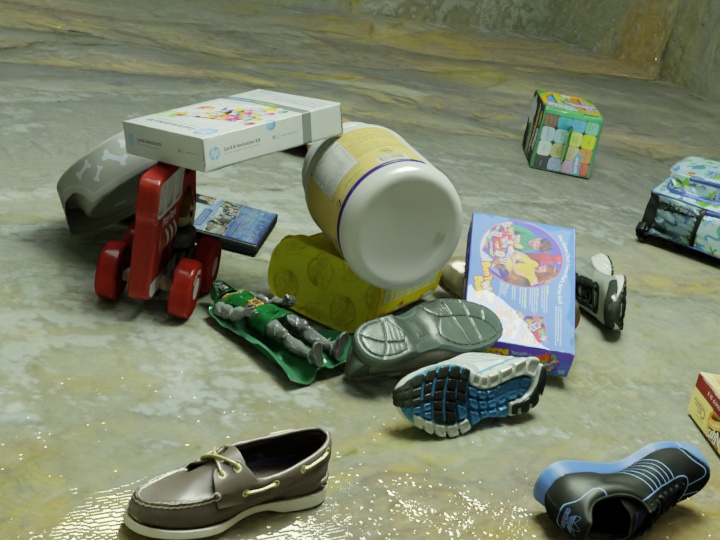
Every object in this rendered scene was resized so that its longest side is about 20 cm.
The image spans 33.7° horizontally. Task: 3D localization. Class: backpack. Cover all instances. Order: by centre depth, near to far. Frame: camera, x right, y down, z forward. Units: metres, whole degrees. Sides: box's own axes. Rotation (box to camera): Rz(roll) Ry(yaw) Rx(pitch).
[{"bbox_3d":[0.592,-0.099,1.991,0.198,0.149,0.182,25,26,24],"label":"backpack"}]

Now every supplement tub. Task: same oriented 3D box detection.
[{"bbox_3d":[0.018,-0.081,1.359,0.143,0.147,0.200,4,22,-22],"label":"supplement tub"}]

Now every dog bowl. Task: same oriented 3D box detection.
[{"bbox_3d":[-0.286,-0.120,1.469,0.059,0.199,0.199,59,32,4],"label":"dog bowl"}]

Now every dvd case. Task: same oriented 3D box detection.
[{"bbox_3d":[-0.221,-0.073,1.626,0.197,0.018,0.143,15,22,3],"label":"dvd case"}]

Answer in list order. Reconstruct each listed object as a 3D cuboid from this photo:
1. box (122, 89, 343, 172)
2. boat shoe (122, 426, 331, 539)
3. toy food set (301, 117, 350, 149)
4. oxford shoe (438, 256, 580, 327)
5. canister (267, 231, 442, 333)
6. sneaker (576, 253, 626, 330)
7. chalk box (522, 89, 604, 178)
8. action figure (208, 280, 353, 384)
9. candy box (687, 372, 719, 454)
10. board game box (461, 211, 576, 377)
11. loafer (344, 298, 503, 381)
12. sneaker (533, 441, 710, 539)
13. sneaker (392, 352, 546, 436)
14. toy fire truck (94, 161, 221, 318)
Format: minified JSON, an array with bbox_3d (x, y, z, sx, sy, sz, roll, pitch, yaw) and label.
[{"bbox_3d":[-0.143,-0.160,1.338,0.198,0.042,0.155,-22,26,-38],"label":"box"},{"bbox_3d":[-0.107,0.174,0.998,0.198,0.060,0.072,-5,27,-38],"label":"boat shoe"},{"bbox_3d":[-0.078,-0.240,2.098,0.197,0.049,0.198,16,21,9],"label":"toy food set"},{"bbox_3d":[0.189,0.018,1.522,0.197,0.071,0.075,17,-19,13],"label":"oxford shoe"},{"bbox_3d":[0.000,0.000,1.475,0.147,0.088,0.199,24,22,25],"label":"canister"},{"bbox_3d":[0.315,0.030,1.619,0.078,0.075,0.200,1,15,-3],"label":"sneaker"},{"bbox_3d":[0.399,-0.263,2.333,0.122,0.127,0.200,11,22,-4],"label":"chalk box"},{"bbox_3d":[-0.102,0.056,1.323,0.199,0.055,0.117,24,26,37],"label":"action figure"},{"bbox_3d":[0.486,0.177,1.346,0.197,0.056,0.116,9,21,-9],"label":"candy box"},{"bbox_3d":[0.191,0.026,1.442,0.132,0.045,0.202,10,49,0],"label":"board game box"},{"bbox_3d":[0.067,0.080,1.315,0.198,0.063,0.072,-7,55,-34],"label":"loafer"},{"bbox_3d":[0.260,0.214,1.112,0.197,0.071,0.078,-5,31,-26],"label":"sneaker"},{"bbox_3d":[0.101,0.124,1.259,0.198,0.076,0.086,-2,11,-40],"label":"sneaker"},{"bbox_3d":[-0.220,-0.052,1.358,0.110,0.170,0.200,14,21,4],"label":"toy fire truck"}]
